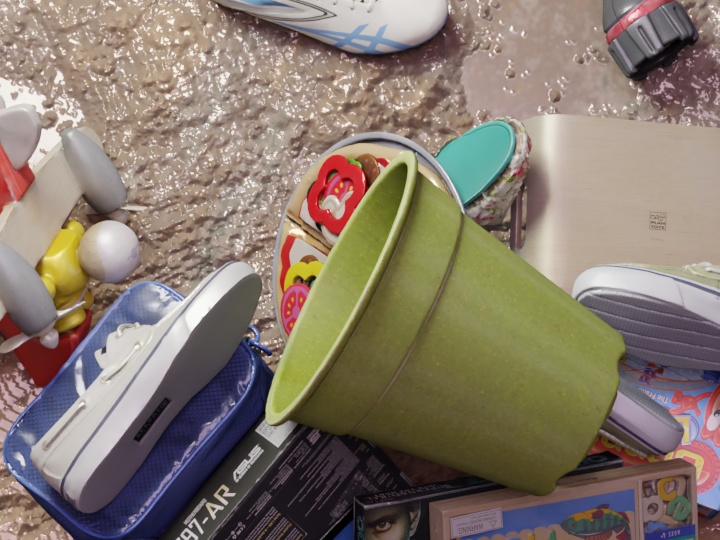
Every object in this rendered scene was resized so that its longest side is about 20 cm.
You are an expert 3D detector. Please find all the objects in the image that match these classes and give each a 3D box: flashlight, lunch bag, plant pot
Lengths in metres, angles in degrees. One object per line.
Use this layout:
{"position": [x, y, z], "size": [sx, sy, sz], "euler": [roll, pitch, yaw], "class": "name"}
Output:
{"position": [0.178, -0.243, 1.732], "size": [0.068, 0.068, 0.201], "euler": [-30, 80, -11], "class": "flashlight"}
{"position": [-0.139, 0.114, 1.628], "size": [0.136, 0.132, 0.200], "euler": [36, 79, 27], "class": "lunch bag"}
{"position": [0.065, 0.055, 1.499], "size": [0.189, 0.200, 0.201], "euler": [29, 79, -10], "class": "plant pot"}

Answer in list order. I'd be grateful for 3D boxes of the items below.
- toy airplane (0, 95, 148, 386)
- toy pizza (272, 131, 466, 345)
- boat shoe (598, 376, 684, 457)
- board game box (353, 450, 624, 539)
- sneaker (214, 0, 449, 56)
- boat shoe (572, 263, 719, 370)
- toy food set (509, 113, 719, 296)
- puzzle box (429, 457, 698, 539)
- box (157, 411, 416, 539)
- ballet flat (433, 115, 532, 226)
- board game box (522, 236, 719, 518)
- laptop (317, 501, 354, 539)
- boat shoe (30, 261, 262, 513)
{"position": [-0.225, -0.030, 1.625], "size": [0.140, 0.199, 0.201], "euler": [5, 76, 12], "class": "toy airplane"}
{"position": [0.000, 0.000, 1.637], "size": [0.199, 0.032, 0.202], "euler": [-5, 83, 44], "class": "toy pizza"}
{"position": [0.132, 0.084, 1.612], "size": [0.199, 0.072, 0.062], "euler": [30, 98, 14], "class": "boat shoe"}
{"position": [0.093, 0.208, 1.591], "size": [0.199, 0.028, 0.136], "euler": [-9, 103, -20], "class": "board game box"}
{"position": [-0.030, -0.215, 1.728], "size": [0.199, 0.073, 0.072], "euler": [14, 76, 2], "class": "sneaker"}
{"position": [0.243, 0.028, 1.568], "size": [0.199, 0.072, 0.062], "euler": [14, 51, -5], "class": "boat shoe"}
{"position": [0.207, -0.030, 1.639], "size": [0.199, 0.060, 0.145], "euler": [4, 77, -7], "class": "toy food set"}
{"position": [0.144, 0.211, 1.582], "size": [0.199, 0.025, 0.134], "euler": [-8, 104, -20], "class": "puzzle box"}
{"position": [-0.054, 0.198, 1.599], "size": [0.200, 0.160, 0.043], "euler": [-50, 40, -9], "class": "box"}
{"position": [0.066, -0.045, 1.649], "size": [0.064, 0.200, 0.076], "euler": [20, 50, -36], "class": "ballet flat"}
{"position": [0.197, 0.056, 1.672], "size": [0.199, 0.056, 0.197], "euler": [18, 78, 5], "class": "board game box"}
{"position": [0.014, 0.293, 1.594], "size": [0.200, 0.103, 0.177], "euler": [43, 78, 9], "class": "laptop"}
{"position": [-0.149, 0.066, 1.542], "size": [0.070, 0.071, 0.200], "euler": [35, 85, 24], "class": "boat shoe"}
